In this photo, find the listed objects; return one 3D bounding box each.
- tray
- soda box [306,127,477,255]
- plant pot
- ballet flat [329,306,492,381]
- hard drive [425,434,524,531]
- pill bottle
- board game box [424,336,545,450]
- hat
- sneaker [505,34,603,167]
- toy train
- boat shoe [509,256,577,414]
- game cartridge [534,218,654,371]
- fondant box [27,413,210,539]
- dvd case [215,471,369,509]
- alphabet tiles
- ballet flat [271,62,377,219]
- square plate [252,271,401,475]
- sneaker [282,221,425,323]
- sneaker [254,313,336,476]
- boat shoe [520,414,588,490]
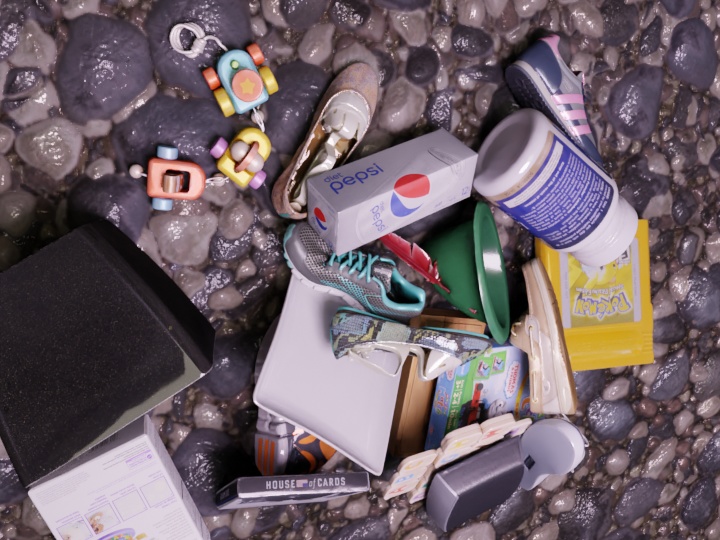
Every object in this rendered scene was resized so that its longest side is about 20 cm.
[{"bbox_3d":[0.101,0.155,0.926,0.097,0.037,0.204,5,104,-19],"label":"tray"},{"bbox_3d":[0.038,-0.094,0.781,0.198,0.068,0.064,-24,141,-25],"label":"soda box"},{"bbox_3d":[-0.280,0.060,0.697,0.198,0.200,0.179,-32,102,-7],"label":"plant pot"},{"bbox_3d":[0.058,0.096,0.804,0.196,0.074,0.076,10,103,-5],"label":"ballet flat"},{"bbox_3d":[0.155,0.295,0.921,0.133,0.043,0.201,-21,149,-12],"label":"hard drive"},{"bbox_3d":[0.240,-0.094,0.833,0.199,0.116,0.117,33,94,-23],"label":"pill bottle"},{"bbox_3d":[0.184,0.167,0.930,0.197,0.036,0.154,-1,106,-36],"label":"board game box"},{"bbox_3d":[0.086,0.003,0.871,0.173,0.165,0.204,-9,97,21],"label":"hat"},{"bbox_3d":[0.266,-0.203,0.860,0.082,0.070,0.200,-46,118,-8],"label":"sneaker"},{"bbox_3d":[-0.164,-0.156,0.739,0.148,0.056,0.204,9,103,-21],"label":"toy train"},{"bbox_3d":[0.225,0.087,0.873,0.068,0.074,0.204,-12,86,21],"label":"boat shoe"},{"bbox_3d":[0.324,0.033,0.938,0.173,0.032,0.204,-3,89,-17],"label":"game cartridge"},{"bbox_3d":[-0.284,0.297,0.828,0.142,0.058,0.203,-24,110,-10],"label":"fondant box"},{"bbox_3d":[-0.089,0.266,0.821,0.148,0.200,0.025,3,69,-18],"label":"dvd case"},{"bbox_3d":[0.127,0.248,0.887,0.192,0.015,0.201,-11,145,-23],"label":"alphabet tiles"},{"bbox_3d":[-0.032,-0.143,0.779,0.067,0.067,0.202,27,95,-22],"label":"ballet flat"},{"bbox_3d":[-0.031,0.111,0.812,0.197,0.028,0.202,38,49,-29],"label":"square plate"},{"bbox_3d":[0.000,0.000,0.803,0.199,0.091,0.079,34,57,-28],"label":"sneaker"},{"bbox_3d":[-0.071,0.155,0.856,0.111,0.077,0.204,7,89,-42],"label":"sneaker"},{"bbox_3d":[0.268,0.236,0.917,0.085,0.075,0.203,-27,154,-20],"label":"boat shoe"}]
